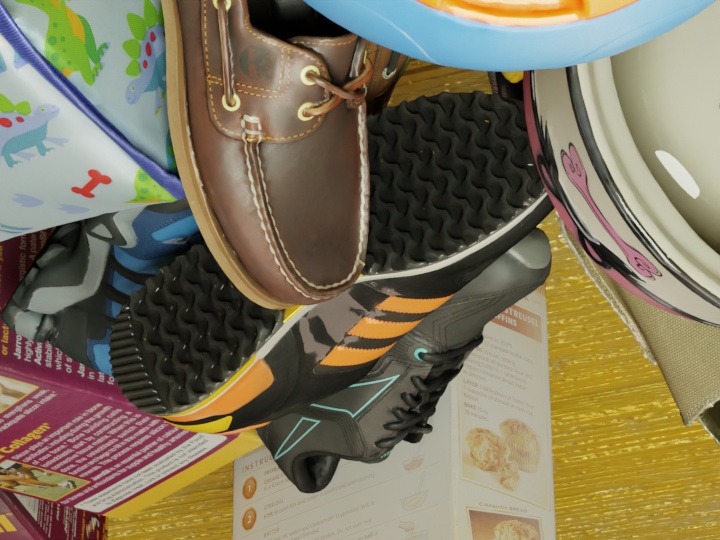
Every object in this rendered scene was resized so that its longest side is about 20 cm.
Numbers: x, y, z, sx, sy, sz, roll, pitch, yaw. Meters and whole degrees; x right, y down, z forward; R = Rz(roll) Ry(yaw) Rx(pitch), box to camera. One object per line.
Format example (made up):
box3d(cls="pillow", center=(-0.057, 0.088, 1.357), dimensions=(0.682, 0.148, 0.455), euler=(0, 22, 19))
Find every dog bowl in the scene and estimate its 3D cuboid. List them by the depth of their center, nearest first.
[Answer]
box3d(cls="dog bowl", center=(0.149, -0.066, 1.005), dimensions=(0.200, 0.200, 0.074), euler=(12, 164, -23))

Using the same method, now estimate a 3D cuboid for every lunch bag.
box3d(cls="lunch bag", center=(-0.166, -0.102, 1.005), dimensions=(0.170, 0.128, 0.200), euler=(-13, 135, 39))

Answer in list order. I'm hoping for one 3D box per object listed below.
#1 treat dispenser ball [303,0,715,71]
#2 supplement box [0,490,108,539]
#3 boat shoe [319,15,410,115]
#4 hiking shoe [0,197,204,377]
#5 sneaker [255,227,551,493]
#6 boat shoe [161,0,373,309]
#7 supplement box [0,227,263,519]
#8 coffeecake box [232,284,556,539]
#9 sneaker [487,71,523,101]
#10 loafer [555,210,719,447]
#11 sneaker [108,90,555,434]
box3d(cls="treat dispenser ball", center=(0.044, -0.159, 0.798), dimensions=(0.200, 0.201, 0.201), euler=(0, 153, 0))
box3d(cls="supplement box", center=(-0.217, 0.121, 1.481), dimensions=(0.110, 0.086, 0.200), euler=(-5, 153, 10))
box3d(cls="boat shoe", center=(-0.006, -0.118, 1.043), dimensions=(0.068, 0.072, 0.200), euler=(-21, 156, -29))
box3d(cls="hiking shoe", center=(-0.075, -0.013, 1.115), dimensions=(0.087, 0.074, 0.200), euler=(33, 148, -9))
box3d(cls="sneaker", center=(0.020, 0.038, 1.206), dimensions=(0.075, 0.079, 0.200), euler=(-10, 166, -43))
box3d(cls="boat shoe", center=(-0.031, -0.082, 0.970), dimensions=(0.070, 0.200, 0.070), euler=(-3, -162, 42))
box3d(cls="supplement box", center=(-0.159, 0.035, 1.292), dimensions=(0.200, 0.103, 0.131), euler=(19, 148, -34))
box3d(cls="coffeecake box", center=(0.014, 0.089, 1.292), dimensions=(0.073, 0.200, 0.153), euler=(22, 146, -38))
box3d(cls="sneaker", center=(0.088, -0.069, 1.109), dimensions=(0.078, 0.082, 0.200), euler=(-10, 152, 18))
box3d(cls="loafer", center=(0.146, 0.019, 1.071), dimensions=(0.076, 0.067, 0.200), euler=(-30, 119, 30))
box3d(cls="sneaker", center=(0.000, 0.000, 1.066), dimensions=(0.200, 0.070, 0.090), euler=(-31, 155, 8))
